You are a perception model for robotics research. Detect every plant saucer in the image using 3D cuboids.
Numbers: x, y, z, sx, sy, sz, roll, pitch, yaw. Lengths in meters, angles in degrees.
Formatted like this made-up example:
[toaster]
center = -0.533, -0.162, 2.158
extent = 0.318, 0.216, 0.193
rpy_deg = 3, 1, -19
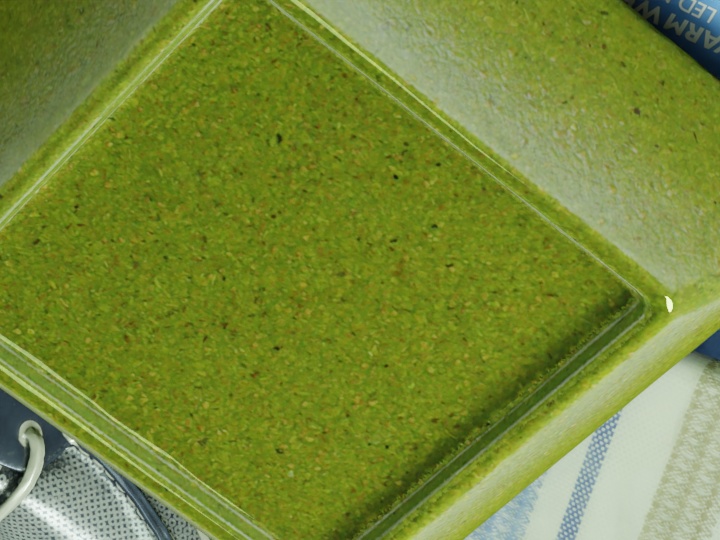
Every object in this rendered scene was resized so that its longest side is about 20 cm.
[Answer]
[plant saucer]
center = -0.016, -0.004, 0.715
extent = 0.200, 0.048, 0.200
rpy_deg = 37, 122, -16

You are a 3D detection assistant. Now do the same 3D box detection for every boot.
[boot]
center = -0.119, 0.047, 0.793
extent = 0.200, 0.090, 0.073
rpy_deg = 42, 105, 2

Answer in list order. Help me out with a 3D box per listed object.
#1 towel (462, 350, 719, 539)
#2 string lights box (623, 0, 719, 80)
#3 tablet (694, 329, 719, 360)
[towel]
center = 0.054, 0.076, 0.790
extent = 0.200, 0.024, 0.147
rpy_deg = 25, 116, 20
[string lights box]
center = 0.088, -0.110, 0.748
extent = 0.059, 0.103, 0.200
rpy_deg = 24, 120, -10
[tablet]
center = 0.153, 0.077, 0.823
extent = 0.200, 0.014, 0.130
rpy_deg = 40, 91, -6
